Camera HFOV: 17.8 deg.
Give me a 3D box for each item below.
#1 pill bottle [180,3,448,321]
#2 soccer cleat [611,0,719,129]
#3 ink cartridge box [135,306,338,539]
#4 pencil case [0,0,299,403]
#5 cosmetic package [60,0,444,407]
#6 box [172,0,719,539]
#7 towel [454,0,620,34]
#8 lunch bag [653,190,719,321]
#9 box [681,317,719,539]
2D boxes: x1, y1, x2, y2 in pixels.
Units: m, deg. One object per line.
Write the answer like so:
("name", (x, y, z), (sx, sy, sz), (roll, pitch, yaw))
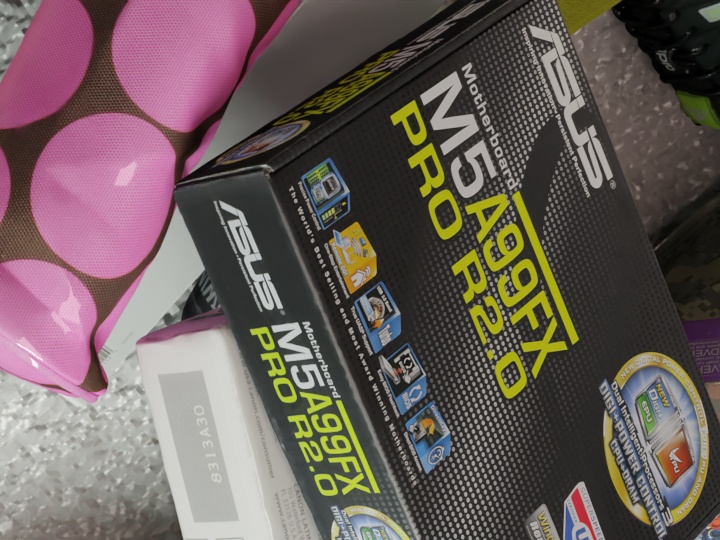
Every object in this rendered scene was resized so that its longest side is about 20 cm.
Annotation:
("pill bottle", (0.000, 0.000, 0.880), (0.106, 0.106, 0.200), (20, 106, -38))
("soccer cleat", (0.140, -0.101, 0.924), (0.199, 0.067, 0.081), (15, 95, -40))
("ink cartridge box", (0.023, 0.073, 0.797), (0.200, 0.050, 0.162), (-20, 99, -48))
("pencil case", (-0.071, -0.059, 0.737), (0.200, 0.091, 0.094), (-59, 155, -8))
("cosmetic package", (-0.064, -0.055, 0.823), (0.200, 0.083, 0.051), (-48, 129, 3))
("box", (0.039, 0.026, 0.756), (0.160, 0.044, 0.201), (-35, 109, -43))
("towel", (0.092, -0.135, 0.811), (0.086, 0.200, 0.018), (27, 59, -21))
("lunch bag", (0.152, 0.084, 1.021), (0.200, 0.118, 0.164), (-37, 126, -1))
("box", (0.127, 0.106, 0.933), (0.136, 0.039, 0.201), (-6, 130, 17))
